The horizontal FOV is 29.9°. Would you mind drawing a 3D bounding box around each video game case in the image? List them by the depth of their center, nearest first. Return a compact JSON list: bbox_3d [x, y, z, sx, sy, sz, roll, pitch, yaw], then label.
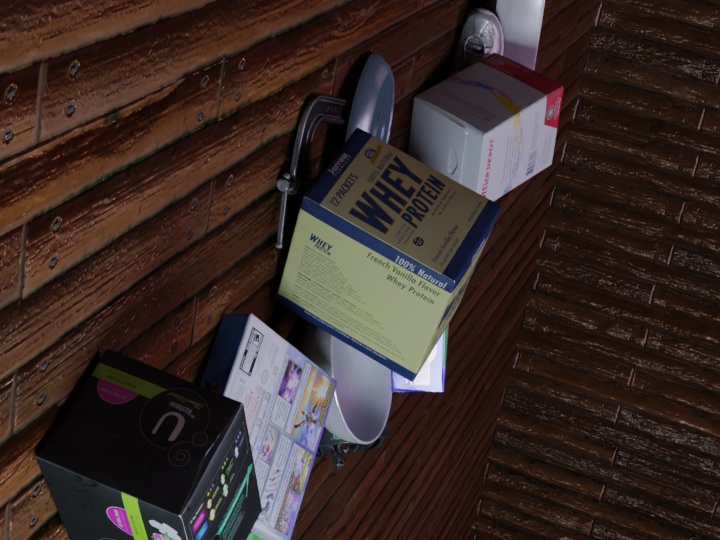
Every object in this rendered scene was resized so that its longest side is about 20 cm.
[{"bbox_3d":[-0.115,0.176,1.502,0.181,0.045,0.202,42,57,-45],"label":"video game case"}]

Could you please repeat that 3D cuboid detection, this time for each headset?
[{"bbox_3d":[-0.025,0.244,1.935,0.200,0.122,0.095,160,-78,-80],"label":"headset"}]

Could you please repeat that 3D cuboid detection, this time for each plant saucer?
[{"bbox_3d":[0.013,-0.177,1.734,0.200,0.027,0.203,12,90,-81],"label":"plant saucer"}]

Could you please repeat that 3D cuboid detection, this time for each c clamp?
[{"bbox_3d":[-0.056,-0.125,1.604,0.200,0.027,0.173,-25,125,-69],"label":"c clamp"}]

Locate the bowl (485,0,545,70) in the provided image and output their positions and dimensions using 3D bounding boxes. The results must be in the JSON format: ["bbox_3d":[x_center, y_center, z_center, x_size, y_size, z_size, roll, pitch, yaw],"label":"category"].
[{"bbox_3d":[0.247,-0.426,2.191,0.201,0.073,0.202,-88,-177,-53],"label":"bowl"}]

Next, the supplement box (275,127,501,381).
[{"bbox_3d":[0.029,-0.017,1.577,0.135,0.198,0.201,-54,169,-38],"label":"supplement box"}]

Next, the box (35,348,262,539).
[{"bbox_3d":[-0.185,0.196,1.232,0.201,0.147,0.125,87,26,-52],"label":"box"}]

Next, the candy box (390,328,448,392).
[{"bbox_3d":[0.082,0.053,1.804,0.200,0.076,0.172,-74,165,-76],"label":"candy box"}]

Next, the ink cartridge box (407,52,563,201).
[{"bbox_3d":[0.187,-0.210,2.049,0.199,0.144,0.147,-32,141,-37],"label":"ink cartridge box"}]

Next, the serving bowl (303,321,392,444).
[{"bbox_3d":[-0.024,0.120,1.717,0.200,0.065,0.203,-5,90,-67],"label":"serving bowl"}]

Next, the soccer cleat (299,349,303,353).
[{"bbox_3d":[-0.058,0.143,1.796,0.200,0.069,0.087,16,91,-75],"label":"soccer cleat"}]

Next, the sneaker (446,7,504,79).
[{"bbox_3d":[0.175,-0.312,2.131,0.082,0.074,0.202,-46,150,-61],"label":"sneaker"}]

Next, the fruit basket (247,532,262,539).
[{"bbox_3d":[-0.148,0.229,1.579,0.186,0.092,0.202,-52,140,-54],"label":"fruit basket"}]
